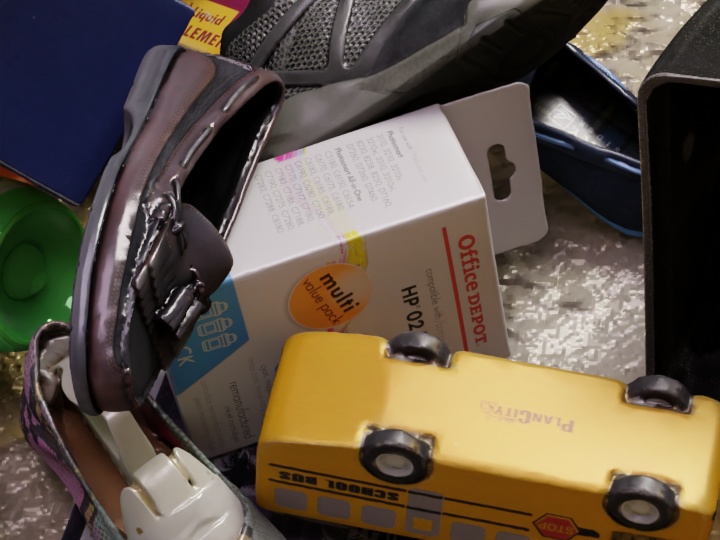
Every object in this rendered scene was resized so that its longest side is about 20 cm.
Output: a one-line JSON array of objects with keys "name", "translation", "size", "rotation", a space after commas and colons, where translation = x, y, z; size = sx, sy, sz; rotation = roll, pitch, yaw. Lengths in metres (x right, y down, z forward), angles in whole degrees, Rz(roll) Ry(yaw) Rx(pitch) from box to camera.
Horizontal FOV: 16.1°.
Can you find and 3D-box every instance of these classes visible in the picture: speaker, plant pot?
[{"name": "speaker", "translation": [-0.231, -0.014, 1.260], "size": [0.200, 0.088, 0.088], "rotation": [12, 52, 35]}, {"name": "plant pot", "translation": [0.242, -0.046, 1.158], "size": [0.200, 0.200, 0.177], "rotation": [6, 39, 16]}]

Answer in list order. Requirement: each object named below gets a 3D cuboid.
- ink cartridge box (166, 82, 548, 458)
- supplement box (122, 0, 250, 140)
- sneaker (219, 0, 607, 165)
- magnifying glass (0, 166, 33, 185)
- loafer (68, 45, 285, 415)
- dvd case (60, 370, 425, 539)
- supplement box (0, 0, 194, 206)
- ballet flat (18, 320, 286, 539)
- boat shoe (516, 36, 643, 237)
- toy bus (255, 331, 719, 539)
[{"name": "ink cartridge box", "translation": [0.000, 0.000, 1.181], "size": [0.200, 0.115, 0.068], "rotation": [-19, 48, -6]}, {"name": "supplement box", "translation": [-0.041, -0.150, 1.348], "size": [0.131, 0.103, 0.200], "rotation": [21, 56, 28]}, {"name": "sneaker", "translation": [0.018, -0.125, 1.197], "size": [0.199, 0.076, 0.114], "rotation": [-29, 70, 13]}, {"name": "magnifying glass", "translation": [-0.146, -0.113, 1.394], "size": [0.080, 0.022, 0.200], "rotation": [14, 52, 21]}, {"name": "loafer", "translation": [-0.078, -0.023, 1.094], "size": [0.063, 0.072, 0.200], "rotation": [2, 48, 9]}, {"name": "dvd case", "translation": [-0.031, 0.104, 1.184], "size": [0.200, 0.016, 0.149], "rotation": [6, 51, 15]}, {"name": "supplement box", "translation": [-0.185, -0.122, 1.224], "size": [0.109, 0.109, 0.200], "rotation": [-60, 32, -1]}, {"name": "ballet flat", "translation": [-0.098, 0.092, 1.149], "size": [0.069, 0.071, 0.200], "rotation": [-32, 51, -17]}, {"name": "boat shoe", "translation": [0.089, -0.100, 1.261], "size": [0.200, 0.069, 0.084], "rotation": [31, 66, 6]}, {"name": "toy bus", "translation": [0.057, 0.082, 1.124], "size": [0.200, 0.078, 0.065], "rotation": [10, 51, 5]}]
